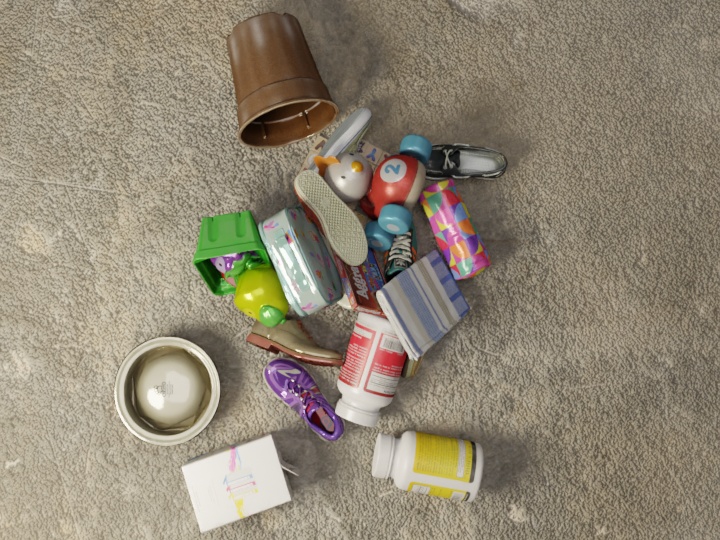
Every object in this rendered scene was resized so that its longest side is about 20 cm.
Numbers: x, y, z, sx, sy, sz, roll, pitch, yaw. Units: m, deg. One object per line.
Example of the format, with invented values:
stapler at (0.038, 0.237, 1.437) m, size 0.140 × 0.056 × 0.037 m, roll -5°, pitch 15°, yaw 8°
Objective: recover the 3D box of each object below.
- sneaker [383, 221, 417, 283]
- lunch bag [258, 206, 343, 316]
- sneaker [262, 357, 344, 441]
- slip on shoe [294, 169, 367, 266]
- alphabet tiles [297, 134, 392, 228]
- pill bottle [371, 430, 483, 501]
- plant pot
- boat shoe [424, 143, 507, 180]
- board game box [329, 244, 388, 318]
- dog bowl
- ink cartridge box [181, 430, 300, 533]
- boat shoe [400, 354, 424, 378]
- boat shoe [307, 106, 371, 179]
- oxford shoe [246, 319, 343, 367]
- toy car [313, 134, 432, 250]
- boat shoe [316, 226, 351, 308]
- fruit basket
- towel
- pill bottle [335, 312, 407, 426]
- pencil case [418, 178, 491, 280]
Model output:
sneaker at (0.079, -0.018, 1.762) m, size 0.070 × 0.080 × 0.203 m, roll 3°, pitch 81°, yaw -4°
lunch bag at (-0.112, -0.020, 1.659) m, size 0.076 × 0.160 × 0.202 m, roll -26°, pitch 89°, yaw 15°
sneaker at (-0.102, 0.242, 1.725) m, size 0.200 × 0.083 × 0.081 m, roll 43°, pitch 83°, yaw 2°
slip on shoe at (-0.055, -0.096, 1.684) m, size 0.074 × 0.061 × 0.201 m, roll -37°, pitch 91°, yaw -17°
alphabet tiles at (-0.019, -0.180, 1.810) m, size 0.198 × 0.008 × 0.169 m, roll 27°, pitch 83°, yaw -2°
pill bottle at (0.125, 0.365, 1.714) m, size 0.197 × 0.111 × 0.113 m, roll 11°, pitch 84°, yaw -4°
plant pot at (-0.163, -0.366, 1.735) m, size 0.197 × 0.200 × 0.201 m, roll -16°, pitch 78°, yaw -5°
boat shoe at (0.193, -0.219, 1.801) m, size 0.197 × 0.060 × 0.077 m, roll -1°, pitch 85°, yaw -4°
board game box at (0.000, 0.000, 1.709) m, size 0.102 × 0.019 × 0.202 m, roll 13°, pitch 42°, yaw -37°
dog bowl at (-0.359, 0.225, 1.713) m, size 0.197 × 0.074 × 0.204 m, roll 0°, pitch 85°, yaw -4°
ink cartridge box at (-0.213, 0.382, 1.681) m, size 0.197 × 0.129 × 0.127 m, roll -19°, pitch 86°, yaw -6°
boat shoe at (0.131, 0.116, 1.764) m, size 0.075 × 0.072 × 0.203 m, roll 18°, pitch 84°, yaw -16°
boat shoe at (-0.038, -0.230, 1.785) m, size 0.062 × 0.072 × 0.201 m, roll 40°, pitch 87°, yaw -23°
oxford shoe at (-0.119, 0.130, 1.723) m, size 0.197 × 0.071 × 0.076 m, roll 17°, pitch 78°, yaw 14°
toy car at (0.007, -0.171, 1.699) m, size 0.198 × 0.177 × 0.187 m, roll 22°, pitch 67°, yaw -12°
boat shoe at (-0.057, -0.019, 1.760) m, size 0.072 × 0.060 × 0.203 m, roll -36°, pitch 86°, yaw 21°
fruit basket at (-0.214, 0.015, 1.674) m, size 0.153 × 0.216 × 0.219 m, roll -8°, pitch 85°, yaw 1°
towel at (0.119, 0.061, 1.708) m, size 0.199 × 0.024 × 0.148 m, roll -35°, pitch 97°, yaw -44°
pill bottle at (0.021, 0.185, 1.719) m, size 0.111 × 0.112 × 0.203 m, roll 18°, pitch 92°, yaw -2°
pencil case at (0.182, -0.081, 1.779) m, size 0.087 × 0.088 × 0.202 m, roll -24°, pitch 84°, yaw -6°
